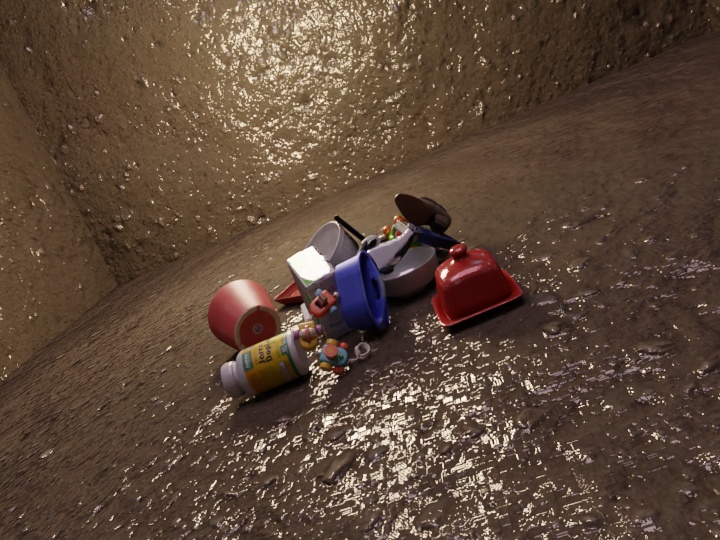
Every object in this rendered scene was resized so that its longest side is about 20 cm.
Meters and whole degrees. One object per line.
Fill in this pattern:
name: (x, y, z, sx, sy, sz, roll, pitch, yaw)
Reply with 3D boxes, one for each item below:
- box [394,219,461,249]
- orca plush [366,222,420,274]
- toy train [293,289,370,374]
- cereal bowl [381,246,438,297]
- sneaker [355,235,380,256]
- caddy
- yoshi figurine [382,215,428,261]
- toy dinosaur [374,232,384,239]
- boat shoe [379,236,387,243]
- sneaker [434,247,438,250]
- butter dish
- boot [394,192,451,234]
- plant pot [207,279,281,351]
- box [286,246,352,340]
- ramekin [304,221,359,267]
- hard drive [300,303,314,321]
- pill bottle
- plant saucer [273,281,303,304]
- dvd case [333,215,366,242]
box: (0.206, -0.096, 1.715, 0.195, 0.033, 0.121, 13, 15, -28)
orca plush: (0.075, -0.048, 1.622, 0.201, 0.104, 0.071, -51, -19, -7)
toy train: (-0.072, 0.136, 1.376, 0.149, 0.201, 0.056, -35, -24, -14)
cereal bowl: (0.128, 0.014, 1.634, 0.195, 0.085, 0.201, -23, 17, 7)
sneaker: (0.000, 0.000, 1.679, 0.068, 0.207, 0.080, 16, 8, 17)
caddy: (0.015, 0.054, 1.484, 0.102, 0.206, 0.141, -19, -17, 22)
yoshi figurine: (0.153, -0.076, 1.804, 0.109, 0.115, 0.201, -8, 35, -24)
toy dinosaur: (0.034, -0.011, 1.878, 0.176, 0.106, 0.205, 6, 60, 23)
boat shoe: (0.045, -0.063, 2.017, 0.074, 0.063, 0.198, -30, -1, 42)
sneaker: (0.170, -0.089, 1.883, 0.080, 0.091, 0.198, -32, 19, -31)
butter dish: (0.244, 0.012, 1.367, 0.195, 0.151, 0.200, -22, 16, 5)
boot: (0.181, -0.181, 1.737, 0.070, 0.198, 0.147, -47, 15, 24)
plant pot: (-0.321, 0.144, 1.713, 0.197, 0.205, 0.176, -29, 26, -20)
box: (-0.104, 0.058, 1.599, 0.095, 0.180, 0.200, -27, 29, -11)
ramekin: (-0.089, -0.032, 1.794, 0.199, 0.104, 0.204, -38, 34, 31)
hard drive: (-0.107, 0.114, 1.764, 0.129, 0.026, 0.200, -26, 17, -4)
pill bottle: (-0.229, 0.229, 1.429, 0.195, 0.115, 0.113, -22, 16, 5)
plant saucer: (-0.166, 0.054, 2.011, 0.196, 0.038, 0.199, -10, 22, 38)
dvd case: (0.014, -0.090, 1.789, 0.018, 0.198, 0.142, -51, -15, 3)
